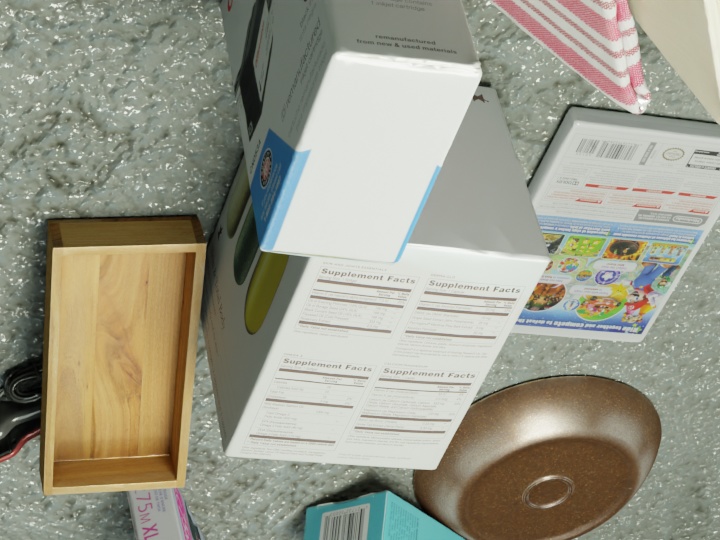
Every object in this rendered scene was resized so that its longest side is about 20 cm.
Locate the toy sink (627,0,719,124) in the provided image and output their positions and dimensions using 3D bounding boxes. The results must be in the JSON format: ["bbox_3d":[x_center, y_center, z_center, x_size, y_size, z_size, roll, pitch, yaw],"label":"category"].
[{"bbox_3d":[0.184,-0.200,1.114,0.111,0.201,0.131,-26,139,-4],"label":"toy sink"}]

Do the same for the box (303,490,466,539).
[{"bbox_3d":[0.045,0.237,1.667,0.082,0.050,0.200,-16,144,34],"label":"box"}]

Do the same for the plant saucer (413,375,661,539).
[{"bbox_3d":[0.141,0.159,1.638,0.198,0.037,0.201,-9,138,-8],"label":"plant saucer"}]

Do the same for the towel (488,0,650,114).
[{"bbox_3d":[0.100,-0.188,1.161,0.030,0.146,0.201,-34,141,-11],"label":"towel"}]

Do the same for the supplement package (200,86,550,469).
[{"bbox_3d":[0.000,0.000,1.328,0.149,0.153,0.201,5,135,-21],"label":"supplement package"}]

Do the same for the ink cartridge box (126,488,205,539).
[{"bbox_3d":[-0.123,0.251,1.597,0.042,0.120,0.201,-17,139,0],"label":"ink cartridge box"}]

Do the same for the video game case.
[{"bbox_3d":[0.169,-0.027,1.452,0.142,0.018,0.201,5,135,-22],"label":"video game case"}]

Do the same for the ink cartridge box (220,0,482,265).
[{"bbox_3d":[-0.012,-0.127,1.147,0.083,0.201,0.146,5,136,-18],"label":"ink cartridge box"}]

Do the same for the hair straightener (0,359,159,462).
[{"bbox_3d":[-0.233,0.093,1.447,0.198,0.041,0.077,-20,139,5],"label":"hair straightener"}]

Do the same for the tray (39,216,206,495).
[{"bbox_3d":[-0.160,0.058,1.405,0.098,0.037,0.202,-2,126,-15],"label":"tray"}]
